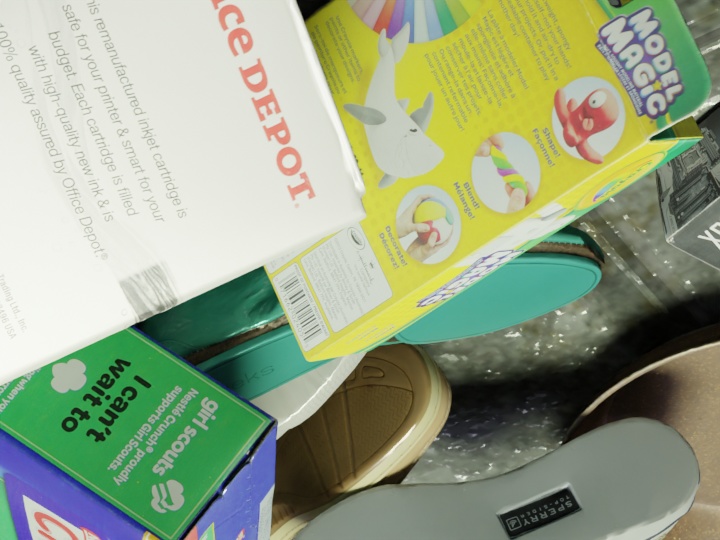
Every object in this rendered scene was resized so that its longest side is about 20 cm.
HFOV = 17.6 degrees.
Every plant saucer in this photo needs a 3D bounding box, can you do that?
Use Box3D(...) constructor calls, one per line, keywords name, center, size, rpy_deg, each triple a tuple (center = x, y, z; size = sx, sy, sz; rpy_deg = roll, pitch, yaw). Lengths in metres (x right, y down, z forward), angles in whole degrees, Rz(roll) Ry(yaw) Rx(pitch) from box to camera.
Box3D(name="plant saucer", center=(0.190, 0.079, 1.095), size=(0.199, 0.037, 0.201), rpy_deg=(-1, 139, -1))

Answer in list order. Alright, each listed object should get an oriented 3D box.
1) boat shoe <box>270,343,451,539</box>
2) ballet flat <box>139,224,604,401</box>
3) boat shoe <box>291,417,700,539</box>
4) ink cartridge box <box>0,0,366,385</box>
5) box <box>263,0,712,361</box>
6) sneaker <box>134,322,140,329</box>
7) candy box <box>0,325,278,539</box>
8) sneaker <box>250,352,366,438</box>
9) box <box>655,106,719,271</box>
Box3D(name="boat shoe", center=(-0.016, 0.097, 1.094), size=(0.064, 0.072, 0.200), rpy_deg=(15, 141, -36))
Box3D(name="ballet flat", center=(0.000, 0.000, 0.966), size=(0.199, 0.071, 0.068), rpy_deg=(-17, 148, -4))
Box3D(name="boat shoe", center=(0.057, 0.126, 1.049), size=(0.199, 0.071, 0.070), rpy_deg=(-20, 152, -11))
Box3D(name="ink cartridge box", center=(-0.117, -0.052, 0.806), size=(0.199, 0.084, 0.146), rpy_deg=(-24, 114, -6))
Box3D(name="box", center=(0.037, -0.063, 0.865), size=(0.200, 0.118, 0.048), rpy_deg=(-33, 165, 34))
Box3D(name="sneaker", center=(-0.124, -0.014, 0.962), size=(0.080, 0.077, 0.201), rpy_deg=(23, 146, 11))
Box3D(name="candy box", center=(-0.134, 0.070, 0.941), size=(0.199, 0.077, 0.169), rpy_deg=(30, 152, 13))
Box3D(name="sneaker", center=(-0.064, 0.061, 1.056), size=(0.200, 0.075, 0.088), rpy_deg=(-39, 162, 19))
Box3D(name="box", center=(0.241, -0.051, 0.932), size=(0.157, 0.050, 0.200), rpy_deg=(24, 133, -26))
